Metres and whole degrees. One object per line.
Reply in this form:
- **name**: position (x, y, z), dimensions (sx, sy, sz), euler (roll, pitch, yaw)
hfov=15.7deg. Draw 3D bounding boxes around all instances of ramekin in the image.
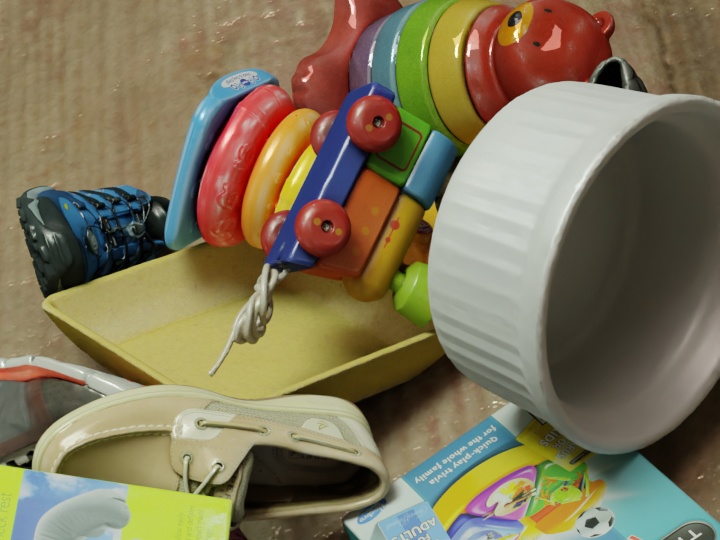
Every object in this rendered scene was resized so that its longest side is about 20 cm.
- **ramekin**: position (0.128, -0.008, 1.437), dimensions (0.098, 0.201, 0.200), euler (20, 56, 41)

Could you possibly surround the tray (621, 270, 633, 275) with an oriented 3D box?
- **tray**: position (0.165, -0.022, 1.574), dimensions (0.199, 0.037, 0.099), euler (-13, 42, 15)

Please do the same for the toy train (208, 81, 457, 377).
- **toy train**: position (0.000, 0.000, 1.556), dimensions (0.200, 0.115, 0.085), euler (-64, 15, -13)

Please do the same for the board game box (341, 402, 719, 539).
- **board game box**: position (0.104, 0.159, 1.432), dimensions (0.151, 0.047, 0.200), euler (-34, 39, -12)

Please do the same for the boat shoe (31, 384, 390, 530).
- **boat shoe**: position (-0.082, 0.110, 1.456), dimensions (0.199, 0.072, 0.065), euler (0, 28, -20)

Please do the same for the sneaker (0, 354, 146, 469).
- **sneaker**: position (-0.193, 0.095, 1.536), dimensions (0.199, 0.077, 0.082), euler (3, 78, 37)

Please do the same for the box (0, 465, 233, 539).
- **box**: position (-0.172, 0.162, 1.379), dimensions (0.199, 0.048, 0.122), euler (9, 41, -5)

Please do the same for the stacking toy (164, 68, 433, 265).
- **stacking toy**: position (-0.014, -0.040, 1.638), dimensions (0.199, 0.110, 0.116), euler (24, 23, 17)

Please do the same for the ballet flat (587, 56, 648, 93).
- **ballet flat**: position (0.113, -0.046, 1.556), dimensions (0.066, 0.057, 0.200), euler (8, 51, 36)

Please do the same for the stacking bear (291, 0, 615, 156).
- **stacking bear**: position (0.075, -0.131, 1.702), dimensions (0.200, 0.114, 0.122), euler (-3, 50, 42)

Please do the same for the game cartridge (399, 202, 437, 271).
- **game cartridge**: position (0.139, -0.032, 1.651), dimensions (0.200, 0.032, 0.176), euler (-38, 40, -13)

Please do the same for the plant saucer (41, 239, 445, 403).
- **plant saucer**: position (-0.063, 0.043, 1.613), dimensions (0.200, 0.049, 0.200), euler (-19, 31, -34)

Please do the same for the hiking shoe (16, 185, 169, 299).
- **hiking shoe**: position (-0.171, -0.030, 1.713), dimensions (0.086, 0.075, 0.200), euler (-17, 6, 4)

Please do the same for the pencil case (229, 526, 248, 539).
- **pencil case**: position (-0.115, 0.150, 1.529), dimensions (0.086, 0.083, 0.200), euler (-43, 39, 0)
